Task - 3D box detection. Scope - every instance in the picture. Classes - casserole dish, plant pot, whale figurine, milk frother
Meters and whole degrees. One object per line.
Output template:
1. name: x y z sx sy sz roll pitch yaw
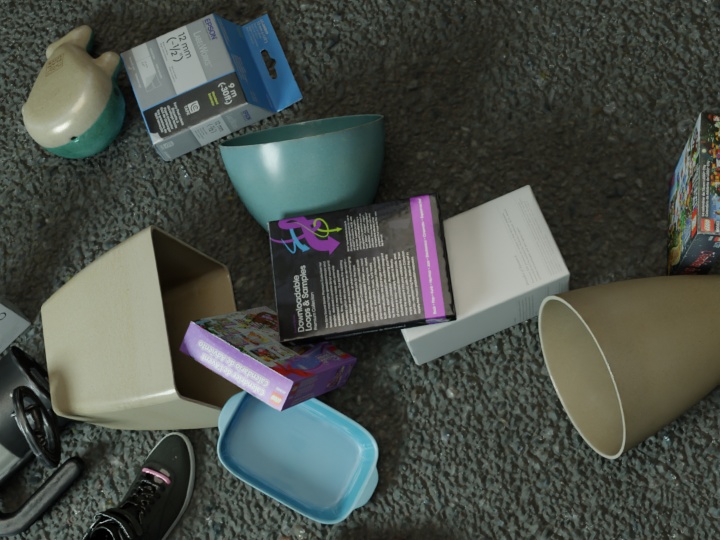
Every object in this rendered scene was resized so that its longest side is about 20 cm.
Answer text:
1. casserole dish: -0.073 0.207 1.377 0.199 0.039 0.122 30 78 -7
2. plant pot: 0.328 0.084 1.322 0.198 0.188 0.189 -20 70 -12
3. plant pot: -0.060 -0.103 1.437 0.198 0.200 0.136 -8 102 6
4. whale figurine: -0.368 -0.231 1.571 0.158 0.104 0.201 -29 46 15
5. plant pot: -0.257 0.091 1.400 0.176 0.200 0.202 -19 70 16
6. milk frother: -0.431 0.204 1.379 0.188 0.200 0.181 -43 72 -5

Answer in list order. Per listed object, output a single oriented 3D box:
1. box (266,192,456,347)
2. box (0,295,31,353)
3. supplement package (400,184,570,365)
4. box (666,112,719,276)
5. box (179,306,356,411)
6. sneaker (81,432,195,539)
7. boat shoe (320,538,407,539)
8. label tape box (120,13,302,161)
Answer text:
1. box: 0.000 0.000 1.334 0.198 0.036 0.144 -8 72 6
2. box: -0.494 0.075 1.429 0.144 0.200 0.036 -45 68 -6
3. supplement package: 0.129 0.008 1.392 0.198 0.121 0.121 -23 71 1
4. box: 0.377 -0.072 1.335 0.037 0.200 0.138 5 73 6
5. box: -0.100 0.096 1.362 0.136 0.200 0.039 28 102 16
6. sneaker: -0.255 0.276 1.382 0.070 0.099 0.201 21 76 16
7. boat shoe: -0.035 0.342 1.351 0.198 0.072 0.072 -16 40 15
8. label tape box: -0.194 -0.251 1.555 0.199 0.066 0.144 -24 71 3
